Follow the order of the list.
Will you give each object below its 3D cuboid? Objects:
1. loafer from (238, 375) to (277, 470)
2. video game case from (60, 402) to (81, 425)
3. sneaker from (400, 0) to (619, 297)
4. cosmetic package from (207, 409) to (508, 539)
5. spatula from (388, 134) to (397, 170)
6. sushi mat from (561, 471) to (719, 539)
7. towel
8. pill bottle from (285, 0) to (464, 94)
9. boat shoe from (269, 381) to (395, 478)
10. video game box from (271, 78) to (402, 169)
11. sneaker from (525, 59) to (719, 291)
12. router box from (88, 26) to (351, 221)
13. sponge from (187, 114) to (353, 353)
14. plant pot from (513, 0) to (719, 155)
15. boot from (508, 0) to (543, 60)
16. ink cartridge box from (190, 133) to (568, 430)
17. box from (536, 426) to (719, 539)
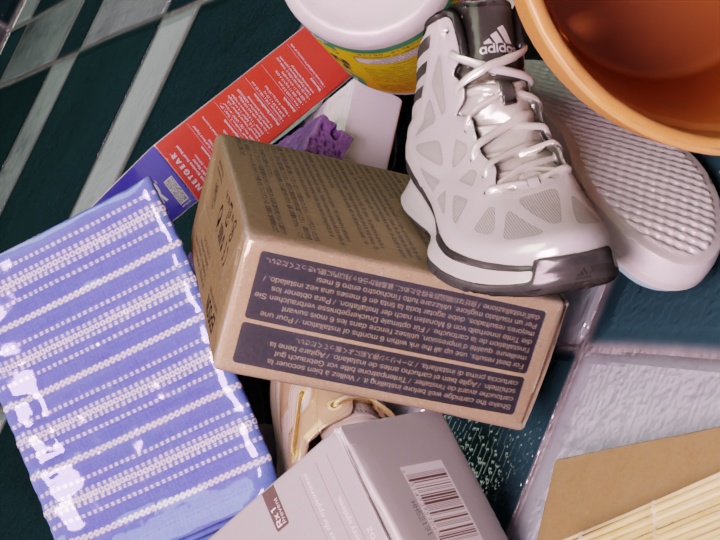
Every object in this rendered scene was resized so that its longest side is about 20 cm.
[{"bbox_3d":[-0.070,0.118,0.951,0.070,0.069,0.201,-56,42,45],"label":"loafer"},{"bbox_3d":[-0.147,0.112,1.038,0.023,0.182,0.200,-32,26,0],"label":"video game case"},{"bbox_3d":[0.059,-0.064,0.733,0.201,0.075,0.116,-131,35,-66],"label":"sneaker"},{"bbox_3d":[-0.021,0.166,0.784,0.200,0.090,0.107,-44,65,32],"label":"cosmetic package"},{"bbox_3d":[0.018,-0.082,1.091,0.056,0.020,0.202,-32,41,60],"label":"spatula"},{"bbox_3d":[0.143,0.114,0.586,0.200,0.012,0.096,-34,34,42],"label":"sushi mat"},{"bbox_3d":[-0.141,0.068,0.888,0.144,0.201,0.024,-25,-4,16],"label":"towel"},{"bbox_3d":[0.022,-0.174,0.984,0.113,0.112,0.200,-61,-12,1],"label":"pill bottle"},{"bbox_3d":[-0.011,0.099,0.904,0.069,0.073,0.202,-24,54,49],"label":"boat shoe"},{"bbox_3d":[-0.048,-0.009,1.090,0.182,0.047,0.202,-26,47,57],"label":"video game box"},{"bbox_3d":[0.121,-0.032,0.798,0.200,0.073,0.083,-114,26,-55],"label":"sneaker"},{"bbox_3d":[-0.099,-0.098,1.149,0.179,0.049,0.200,-42,7,-24],"label":"router box"},{"bbox_3d":[-0.081,-0.004,0.987,0.111,0.030,0.201,-27,29,49],"label":"sponge"},{"bbox_3d":[0.153,-0.155,0.714,0.201,0.199,0.140,-60,7,3],"label":"plant pot"},{"bbox_3d":[0.102,-0.157,0.959,0.201,0.072,0.144,-60,17,2],"label":"boot"},{"bbox_3d":[0.000,0.000,0.830,0.200,0.163,0.076,-115,40,-70],"label":"ink cartridge box"},{"bbox_3d":[0.114,0.161,0.636,0.163,0.021,0.201,-23,45,55],"label":"box"}]
